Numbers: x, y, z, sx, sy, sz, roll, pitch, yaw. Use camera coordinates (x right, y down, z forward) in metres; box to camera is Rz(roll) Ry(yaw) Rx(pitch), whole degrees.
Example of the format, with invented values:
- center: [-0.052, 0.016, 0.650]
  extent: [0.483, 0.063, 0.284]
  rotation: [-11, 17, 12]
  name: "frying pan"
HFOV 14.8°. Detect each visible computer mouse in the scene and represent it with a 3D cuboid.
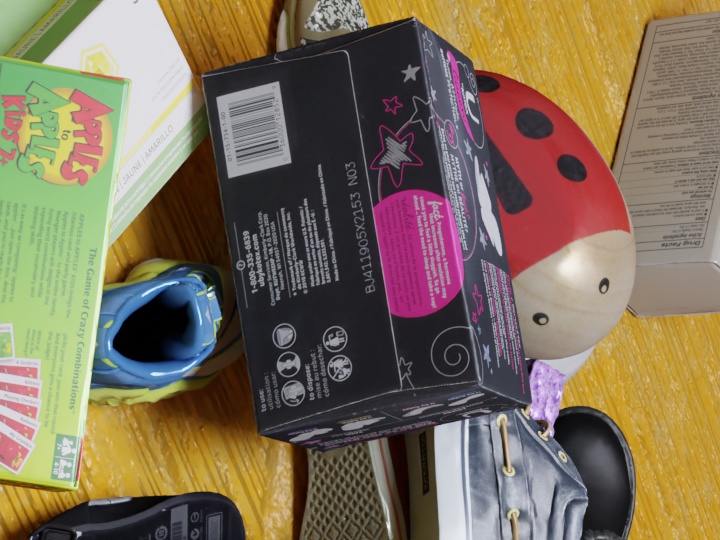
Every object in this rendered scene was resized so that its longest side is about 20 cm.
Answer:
- center: [-0.146, 0.129, 1.423]
  extent: [0.199, 0.046, 0.141]
  rotation: [-16, 109, -41]
  name: "computer mouse"

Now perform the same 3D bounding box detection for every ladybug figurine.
- center: [0.083, -0.042, 1.631]
  extent: [0.200, 0.135, 0.072]
  rotation: [56, -7, 21]
  name: "ladybug figurine"

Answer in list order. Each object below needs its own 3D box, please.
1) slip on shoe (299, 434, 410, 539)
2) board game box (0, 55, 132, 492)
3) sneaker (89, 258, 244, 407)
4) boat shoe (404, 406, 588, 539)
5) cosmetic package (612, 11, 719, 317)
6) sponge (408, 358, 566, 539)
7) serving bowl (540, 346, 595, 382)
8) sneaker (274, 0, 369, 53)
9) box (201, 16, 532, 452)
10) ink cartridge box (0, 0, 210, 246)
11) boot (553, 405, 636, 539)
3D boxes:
- center: [0.003, 0.128, 1.599]
  extent: [0.061, 0.074, 0.201]
  rotation: [7, 77, -54]
  name: "slip on shoe"
- center: [-0.176, 0.000, 1.333]
  extent: [0.101, 0.048, 0.201]
  rotation: [10, 81, -18]
  name: "board game box"
- center: [-0.097, 0.035, 1.447]
  extent: [0.200, 0.105, 0.076]
  rotation: [-16, 99, -51]
  name: "sneaker"
- center: [0.075, 0.090, 1.567]
  extent: [0.090, 0.071, 0.202]
  rotation: [4, 76, -18]
  name: "boat shoe"
- center: [0.233, -0.074, 1.882]
  extent: [0.073, 0.103, 0.201]
  rotation: [39, 58, -43]
  name: "cosmetic package"
- center: [0.063, 0.155, 1.635]
  extent: [0.030, 0.111, 0.201]
  rotation: [24, 66, -24]
  name: "sponge"
- center: [0.104, -0.014, 1.742]
  extent: [0.200, 0.066, 0.201]
  rotation: [9, 79, -51]
  name: "serving bowl"
- center: [0.014, -0.091, 1.593]
  extent: [0.077, 0.088, 0.201]
  rotation: [4, 69, -52]
  name: "sneaker"
- center: [0.004, -0.015, 1.492]
  extent: [0.115, 0.131, 0.201]
  rotation: [26, 53, -69]
  name: "box"
- center: [-0.166, -0.115, 1.424]
  extent: [0.146, 0.048, 0.201]
  rotation: [-52, 128, -40]
  name: "ink cartridge box"
- center: [0.129, 0.167, 1.678]
  extent: [0.158, 0.079, 0.212]
  rotation: [101, 1, -71]
  name: "boot"
